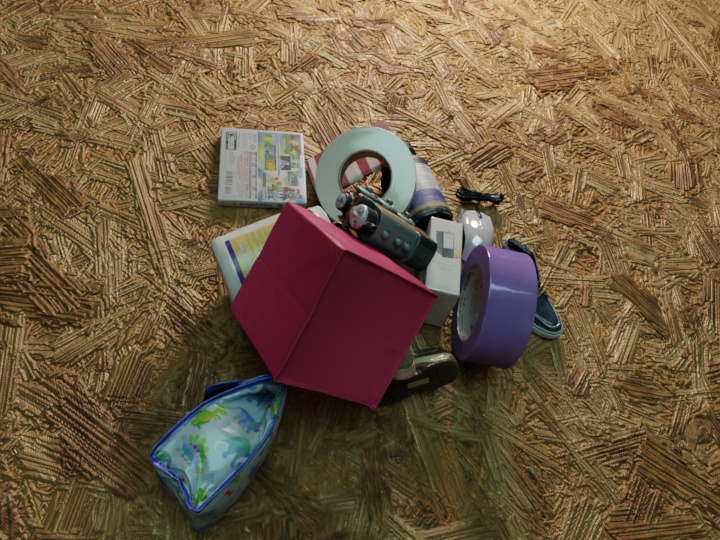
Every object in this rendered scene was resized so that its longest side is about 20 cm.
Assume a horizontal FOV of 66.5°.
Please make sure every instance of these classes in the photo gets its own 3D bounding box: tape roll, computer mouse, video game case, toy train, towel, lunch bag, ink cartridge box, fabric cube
[{"bbox_3d":[0.010,-0.173,1.054,0.197,0.037,0.209,-1,81,5],"label":"tape roll"},{"bbox_3d":[0.252,-0.099,1.164,0.107,0.044,0.204,13,55,-5],"label":"computer mouse"},{"bbox_3d":[-0.204,-0.216,1.150,0.177,0.022,0.204,1,57,-12],"label":"video game case"},{"bbox_3d":[0.046,-0.071,0.946,0.198,0.086,0.114,27,14,-39],"label":"toy train"},{"bbox_3d":[-0.012,-0.228,1.133,0.196,0.023,0.146,-26,44,3],"label":"towel"},{"bbox_3d":[-0.182,0.239,0.768,0.127,0.171,0.199,43,59,13],"label":"lunch bag"},{"bbox_3d":[0.146,-0.014,1.040,0.065,0.118,0.204,12,55,-2],"label":"ink cartridge box"},{"bbox_3d":[-0.045,0.051,0.818,0.194,0.203,0.199,25,8,-38],"label":"fabric cube"},{"bbox_3d":[0.228,0.062,0.959,0.083,0.202,0.204,10,55,-5],"label":"tape roll"}]

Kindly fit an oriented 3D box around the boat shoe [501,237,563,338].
[{"bbox_3d":[0.329,0.035,1.066,0.070,0.092,0.202,-27,67,-27],"label":"boat shoe"}]

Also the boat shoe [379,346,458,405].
[{"bbox_3d":[0.064,0.174,0.940,0.197,0.077,0.075,-7,26,-10],"label":"boat shoe"}]

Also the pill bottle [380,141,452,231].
[{"bbox_3d":[0.106,-0.162,1.130,0.109,0.113,0.204,-10,59,-18],"label":"pill bottle"}]

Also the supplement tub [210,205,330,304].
[{"bbox_3d":[-0.142,-0.018,0.946,0.196,0.147,0.147,-22,64,-15],"label":"supplement tub"}]

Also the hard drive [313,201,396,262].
[{"bbox_3d":[-0.020,-0.057,1.076,0.198,0.043,0.135,35,56,10],"label":"hard drive"}]

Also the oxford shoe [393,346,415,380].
[{"bbox_3d":[0.037,0.102,0.920,0.069,0.076,0.199,-12,25,-23],"label":"oxford shoe"}]

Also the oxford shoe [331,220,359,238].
[{"bbox_3d":[0.000,0.000,0.981,0.071,0.071,0.202,-34,84,2],"label":"oxford shoe"}]
